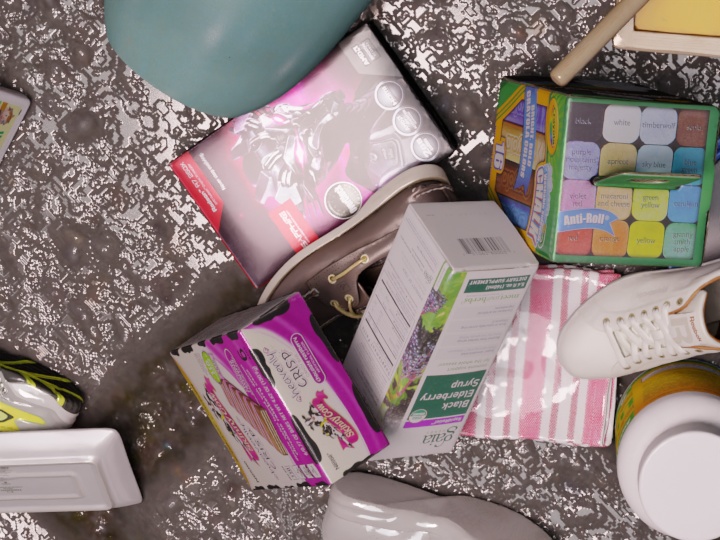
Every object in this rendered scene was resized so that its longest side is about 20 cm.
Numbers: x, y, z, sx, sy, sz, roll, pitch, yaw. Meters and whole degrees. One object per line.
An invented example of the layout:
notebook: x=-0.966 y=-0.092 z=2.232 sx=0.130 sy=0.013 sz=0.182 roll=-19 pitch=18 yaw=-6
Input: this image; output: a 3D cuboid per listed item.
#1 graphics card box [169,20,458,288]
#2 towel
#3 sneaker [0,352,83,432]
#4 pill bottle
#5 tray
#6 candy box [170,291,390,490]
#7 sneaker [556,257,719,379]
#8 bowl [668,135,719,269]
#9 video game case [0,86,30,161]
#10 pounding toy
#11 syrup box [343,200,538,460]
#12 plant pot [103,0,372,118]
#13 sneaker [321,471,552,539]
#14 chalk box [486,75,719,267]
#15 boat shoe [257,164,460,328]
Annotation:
graphics card box: x=-0.037 y=-0.091 z=1.683 sx=0.200 sy=0.051 sz=0.126 roll=-34 pitch=94 yaw=9
towel: x=0.107 y=0.066 z=1.702 sx=0.199 sy=0.030 sz=0.147 roll=3 pitch=99 yaw=6
sneaker: x=-0.330 y=0.092 z=1.733 sx=0.200 sy=0.075 sz=0.077 roll=28 pitch=101 yaw=3
pill bottle: x=0.250 y=0.139 z=1.611 sx=0.111 sy=0.200 sz=0.111 roll=1 pitch=99 yaw=6
tray: x=-0.286 y=0.170 z=1.734 sx=0.199 sy=0.022 sz=0.108 roll=-3 pitch=139 yaw=7
candy box: x=-0.067 y=0.098 z=1.641 sx=0.061 sy=0.200 sz=0.137 roll=-32 pitch=94 yaw=-20
sneaker: x=0.235 y=0.036 z=1.619 sx=0.200 sy=0.085 sz=0.073 roll=-25 pitch=98 yaw=21
bowl: x=0.338 y=-0.026 z=1.657 sx=0.200 sy=0.039 sz=0.201 roll=1 pitch=100 yaw=6
video game case: x=-0.373 y=-0.071 z=1.669 sx=0.022 sy=0.182 sz=0.200 roll=37 pitch=104 yaw=36
pounding toy: x=0.250 y=-0.226 z=1.582 sx=0.199 sy=0.142 sz=0.185 roll=5 pitch=99 yaw=5
syrup box: x=0.053 y=0.047 z=1.606 sx=0.079 sy=0.081 sz=0.200 roll=-3 pitch=132 yaw=-30
plant pot: x=-0.100 y=-0.215 z=1.603 sx=0.200 sy=0.201 sz=0.161 roll=35 pitch=112 yaw=0
sneaker: x=0.065 y=0.232 z=1.722 sx=0.200 sy=0.075 sz=0.089 roll=17 pitch=113 yaw=9
chalk box: x=0.185 y=-0.071 z=1.571 sx=0.125 sy=0.200 sz=0.124 roll=3 pitch=100 yaw=-15
boat shoe: x=0.000 y=0.000 z=1.668 sx=0.200 sy=0.072 sz=0.060 roll=-39 pitch=59 yaw=18
